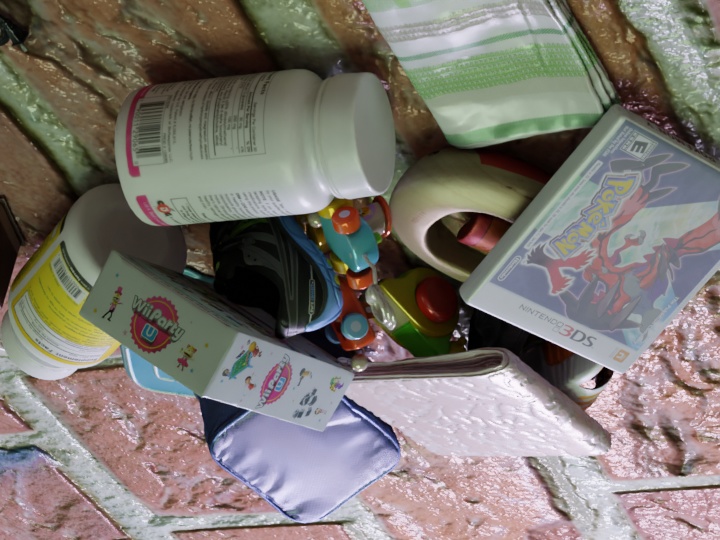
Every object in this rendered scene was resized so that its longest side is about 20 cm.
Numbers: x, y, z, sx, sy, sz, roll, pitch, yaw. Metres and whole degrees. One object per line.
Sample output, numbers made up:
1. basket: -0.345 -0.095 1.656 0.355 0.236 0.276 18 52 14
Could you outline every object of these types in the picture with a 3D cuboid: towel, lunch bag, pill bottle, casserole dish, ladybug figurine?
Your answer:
1. towel: 0.099 0.119 1.738 0.191 0.032 0.200 -4 154 35
2. lunch bag: -0.061 0.129 1.830 0.136 0.132 0.200 -35 132 11
3. pill bottle: -0.081 -0.098 1.532 0.199 0.114 0.113 -4 143 20
4. towel: 0.093 -0.166 1.463 0.149 0.031 0.200 -10 140 26
5. pill bottle: -0.244 0.017 1.734 0.112 0.113 0.200 25 141 -20
6. casserole dish: -0.176 0.065 1.857 0.121 0.039 0.200 8 146 4
7. ladybug figurine: 0.117 -0.042 1.597 0.200 0.072 0.136 26 141 -21

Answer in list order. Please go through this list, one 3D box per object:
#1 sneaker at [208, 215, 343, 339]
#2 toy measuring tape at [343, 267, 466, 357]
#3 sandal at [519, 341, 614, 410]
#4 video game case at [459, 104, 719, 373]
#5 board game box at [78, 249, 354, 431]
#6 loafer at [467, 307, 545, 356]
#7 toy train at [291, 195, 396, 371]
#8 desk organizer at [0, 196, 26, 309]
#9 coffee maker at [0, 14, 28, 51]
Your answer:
1. sneaker: -0.097 -0.022 1.611 0.200 0.083 0.071 48 154 25
2. toy measuring tape: 0.027 0.007 1.719 0.200 0.074 0.074 47 136 -10
3. sandal: 0.186 0.095 1.779 0.059 0.079 0.207 23 152 -17
4. video game case: 0.206 -0.019 1.555 0.182 0.023 0.200 24 116 -32
5. board game box: -0.116 0.060 1.624 0.147 0.064 0.200 31 -177 30
6. loafer: 0.133 0.058 1.739 0.072 0.073 0.200 4 146 1
7. toy train: 0.000 0.000 1.619 0.055 0.151 0.200 -26 178 -16
8. desk organizer: -0.414 -0.018 1.764 0.199 0.077 0.072 2 145 12
9. coffee maker: -0.379 -0.104 1.524 0.135 0.201 0.192 33 140 -30
